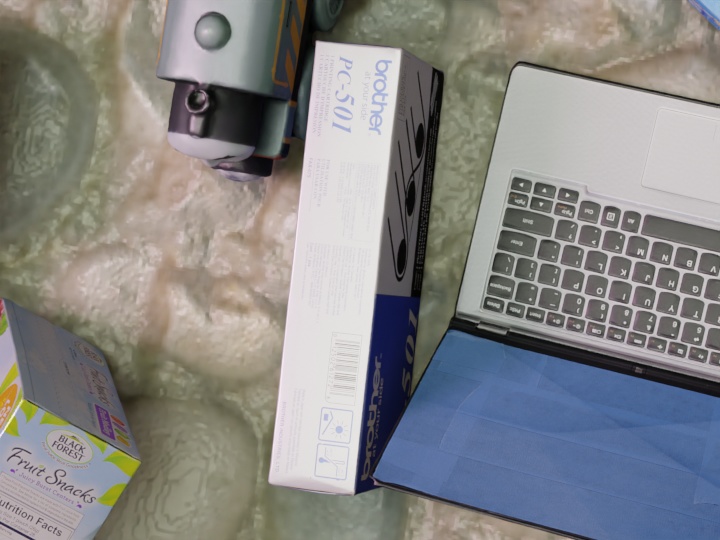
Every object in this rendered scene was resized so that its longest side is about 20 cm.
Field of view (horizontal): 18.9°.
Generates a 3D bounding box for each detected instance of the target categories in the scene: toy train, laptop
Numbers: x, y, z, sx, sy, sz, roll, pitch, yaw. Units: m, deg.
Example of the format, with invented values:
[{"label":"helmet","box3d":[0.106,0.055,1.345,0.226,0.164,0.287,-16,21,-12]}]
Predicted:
[{"label":"toy train","box3d":[-0.050,-0.142,1.011,0.085,0.114,0.201,11,93,14]},{"label":"laptop","box3d":[0.126,0.017,0.963,0.186,0.116,0.201,14,92,13]}]

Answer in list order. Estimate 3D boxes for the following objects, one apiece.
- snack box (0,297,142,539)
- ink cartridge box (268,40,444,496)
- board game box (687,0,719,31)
[{"label":"snack box","box3d":[-0.186,0.130,1.008,0.067,0.169,0.201,29,97,-18]},{"label":"ink cartridge box","box3d":[0.000,0.000,1.006,0.044,0.094,0.201,6,90,14]},{"label":"board game box","box3d":[0.188,-0.224,0.986,0.196,0.056,0.200,44,98,12]}]
